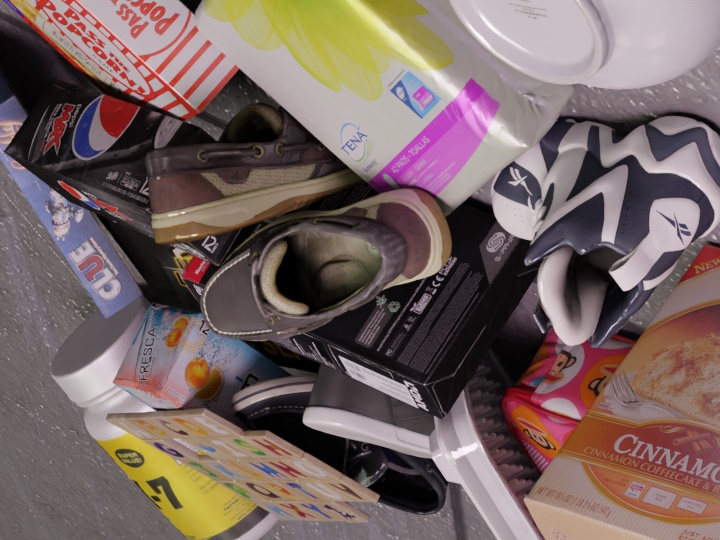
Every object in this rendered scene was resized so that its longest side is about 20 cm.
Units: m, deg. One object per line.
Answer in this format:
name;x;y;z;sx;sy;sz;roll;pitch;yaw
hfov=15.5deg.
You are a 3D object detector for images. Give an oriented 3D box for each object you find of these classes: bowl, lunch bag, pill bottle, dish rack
bowl;0.105;-0.158;1.334;0.201;0.090;0.201;30;153;17
lunch bag;0.199;0.127;1.690;0.199;0.082;0.176;17;150;43
pill bottle;-0.144;0.120;2.086;0.200;0.114;0.114;50;152;-20
dish rack;0.091;0.126;1.744;0.043;0.172;0.200;-23;124;13

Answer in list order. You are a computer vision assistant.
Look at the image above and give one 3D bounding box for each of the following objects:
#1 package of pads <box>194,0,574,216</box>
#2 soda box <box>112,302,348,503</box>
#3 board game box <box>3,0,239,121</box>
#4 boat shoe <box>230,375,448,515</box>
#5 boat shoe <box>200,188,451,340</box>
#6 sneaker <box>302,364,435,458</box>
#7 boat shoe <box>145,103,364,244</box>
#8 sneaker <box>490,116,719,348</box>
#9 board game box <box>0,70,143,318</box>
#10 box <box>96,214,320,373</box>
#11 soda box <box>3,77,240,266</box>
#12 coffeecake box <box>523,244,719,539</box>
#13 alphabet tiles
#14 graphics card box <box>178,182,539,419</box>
package of pads;0.009;-0.127;1.537;0.200;0.068;0.154;42;153;-4
soda box;-0.081;0.100;1.913;0.063;0.069;0.200;10;158;50
board game box;-0.158;-0.158;1.673;0.151;0.046;0.200;43;170;-8
boat shoe;-0.008;0.124;1.880;0.200;0.063;0.074;25;141;-39
boat shoe;-0.035;0.000;1.589;0.200;0.066;0.072;-19;89;43
sneaker;0.047;0.078;1.827;0.071;0.100;0.200;3;168;45
boat shoe;-0.053;-0.070;1.600;0.073;0.200;0.065;-5;103;37
sneaker;0.116;-0.015;1.502;0.199;0.130;0.080;1;135;52
board game box;-0.235;-0.074;1.916;0.200;0.035;0.136;61;174;-37
box;-0.082;-0.001;1.884;0.199;0.049;0.160;8;143;47
soda box;-0.147;-0.067;1.706;0.071;0.063;0.200;39;169;-35
coffeecake box;0.212;0.093;1.469;0.153;0.200;0.073;15;146;40
alphabet tiles;-0.073;0.140;1.887;0.167;0.008;0.200;32;162;-23
graphics card box;0.000;0.000;1.683;0.199;0.126;0.051;22;157;31
